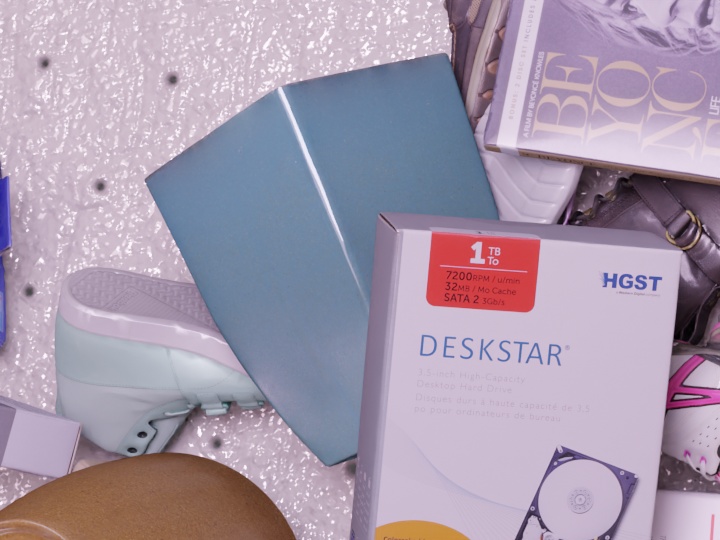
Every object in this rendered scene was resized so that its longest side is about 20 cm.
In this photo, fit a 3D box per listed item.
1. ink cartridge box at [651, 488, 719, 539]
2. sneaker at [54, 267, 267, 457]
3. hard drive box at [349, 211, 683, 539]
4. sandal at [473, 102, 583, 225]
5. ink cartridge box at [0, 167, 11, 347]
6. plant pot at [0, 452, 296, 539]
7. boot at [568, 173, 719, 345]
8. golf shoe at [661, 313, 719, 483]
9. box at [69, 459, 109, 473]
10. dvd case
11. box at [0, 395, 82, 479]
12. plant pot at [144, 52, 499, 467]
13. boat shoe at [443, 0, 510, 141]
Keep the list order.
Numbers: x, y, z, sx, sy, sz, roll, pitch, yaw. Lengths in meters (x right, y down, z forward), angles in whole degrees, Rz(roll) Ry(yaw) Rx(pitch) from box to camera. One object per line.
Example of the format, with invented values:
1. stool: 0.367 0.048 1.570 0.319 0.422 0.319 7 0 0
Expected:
1. ink cartridge box: 0.170 0.182 1.386 0.199 0.068 0.115 3 85 20
2. sneaker: -0.093 0.072 1.503 0.200 0.074 0.118 14 126 1
3. hard drive box: 0.080 0.076 1.302 0.155 0.077 0.201 3 98 -7
4. sandal: 0.096 -0.034 1.436 0.082 0.050 0.203 38 119 39
5. ink cartridge box: -0.304 -0.010 1.559 0.200 0.076 0.137 -12 67 16
6. plant pot: -0.147 0.186 1.344 0.186 0.200 0.187 -3 80 18
7. boot: 0.189 -0.074 1.412 0.174 0.069 0.200 -40 61 22
8. golf shoe: 0.186 0.080 1.354 0.200 0.072 0.092 -23 61 47
9. box: -0.113 0.213 1.476 0.200 0.078 0.095 39 96 19
10. dvd case: 0.179 -0.125 1.358 0.199 0.016 0.149 9 80 14
11. box: -0.292 0.079 1.464 0.156 0.200 0.041 11 87 53
12. plant pot: 0.000 0.000 1.411 0.141 0.141 0.200 -31 79 46
13. boat shoe: 0.089 -0.169 1.463 0.073 0.074 0.200 23 99 48
